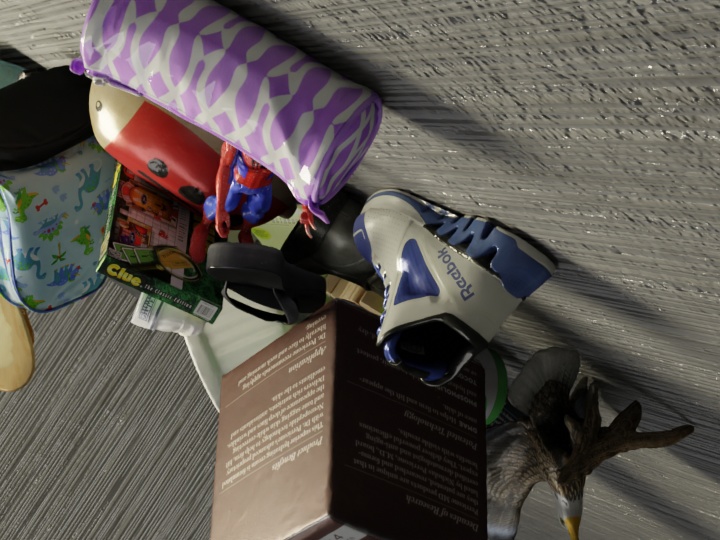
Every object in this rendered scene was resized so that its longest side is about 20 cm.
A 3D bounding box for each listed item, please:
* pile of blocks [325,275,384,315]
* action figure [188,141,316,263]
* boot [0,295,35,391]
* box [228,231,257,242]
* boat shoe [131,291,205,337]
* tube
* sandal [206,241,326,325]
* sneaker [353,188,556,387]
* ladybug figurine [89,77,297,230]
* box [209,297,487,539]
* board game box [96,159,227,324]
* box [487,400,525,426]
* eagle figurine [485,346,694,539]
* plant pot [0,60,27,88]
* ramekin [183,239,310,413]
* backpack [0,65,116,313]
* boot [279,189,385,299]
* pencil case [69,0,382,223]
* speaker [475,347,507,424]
[{"bbox_3d":[0.026,0.032,1.548,0.082,0.062,0.200,37,171,-24],"label":"pile of blocks"},{"bbox_3d":[-0.082,-0.042,1.296,0.065,0.099,0.200,3,149,-15],"label":"action figure"},{"bbox_3d":[-0.347,0.055,1.682,0.201,0.071,0.144,51,178,27],"label":"boot"},{"bbox_3d":[-0.181,-0.077,1.630,0.200,0.078,0.095,23,166,48],"label":"box"},{"bbox_3d":[-0.151,0.021,1.481,0.065,0.074,0.200,23,-166,-5],"label":"boat shoe"},{"bbox_3d":[-0.059,-0.023,1.590,0.052,0.058,0.200,54,177,25],"label":"tube"},{"bbox_3d":[-0.079,0.016,1.355,0.076,0.043,0.200,2,171,14],"label":"sandal"},{"bbox_3d":[0.041,0.015,1.232,0.081,0.115,0.199,39,169,-30],"label":"sneaker"},{"bbox_3d":[-0.140,-0.096,1.410,0.200,0.072,0.136,34,171,-8],"label":"ladybug figurine"},{"bbox_3d":[-0.009,0.163,1.400,0.164,0.200,0.166,25,139,-31],"label":"box"},{"bbox_3d":[-0.159,-0.040,1.434,0.105,0.023,0.200,27,-151,-19],"label":"board game box"},{"bbox_3d":[0.065,0.196,1.840,0.107,0.200,0.148,40,168,-33],"label":"box"},{"bbox_3d":[0.161,0.158,1.462,0.151,0.151,0.200,24,166,-12],"label":"eagle figurine"},{"bbox_3d":[-0.367,-0.115,1.760,0.200,0.197,0.196,44,167,-25],"label":"plant pot"},{"bbox_3d":[-0.101,0.052,1.676,0.200,0.097,0.201,-22,-90,-82],"label":"ramekin"},{"bbox_3d":[-0.296,-0.060,1.567,0.154,0.163,0.200,42,134,21],"label":"backpack"},{"bbox_3d":[0.000,0.000,1.431,0.130,0.068,0.200,33,165,-4],"label":"boot"},{"bbox_3d":[-0.084,-0.115,1.070,0.200,0.086,0.084,30,172,15],"label":"pencil case"},{"bbox_3d":[0.034,0.100,1.582,0.199,0.089,0.088,7,-174,-31],"label":"speaker"}]
